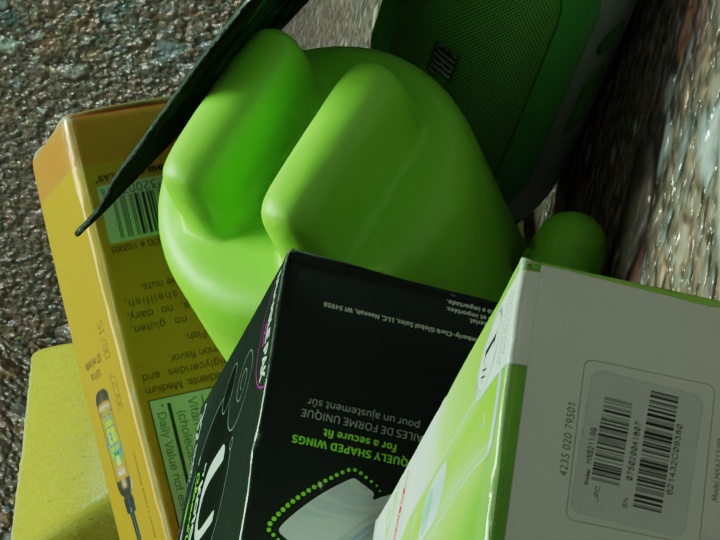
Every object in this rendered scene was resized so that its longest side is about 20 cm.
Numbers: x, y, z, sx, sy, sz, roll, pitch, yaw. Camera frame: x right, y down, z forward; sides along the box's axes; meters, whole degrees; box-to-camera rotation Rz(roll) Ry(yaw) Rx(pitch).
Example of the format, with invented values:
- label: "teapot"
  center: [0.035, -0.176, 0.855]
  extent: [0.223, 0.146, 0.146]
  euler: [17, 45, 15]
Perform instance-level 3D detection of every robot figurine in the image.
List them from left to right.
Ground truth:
- label: "robot figurine"
  center: [0.000, 0.000, 1.027]
  extent: [0.116, 0.175, 0.200]
  euler: [-59, -32, -20]

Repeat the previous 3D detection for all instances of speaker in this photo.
- label: "speaker"
  center: [0.055, -0.096, 1.058]
  extent: [0.200, 0.088, 0.089]
  euler: [109, 171, -54]

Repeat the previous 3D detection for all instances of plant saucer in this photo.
- label: "plant saucer"
  center: [-0.069, 0.120, 1.391]
  extent: [0.048, 0.200, 0.200]
  euler: [-50, 19, 20]

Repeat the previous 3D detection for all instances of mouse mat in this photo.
- label: "mouse mat"
  center: [-0.027, -0.098, 1.025]
  extent: [0.161, 0.008, 0.200]
  euler: [-49, 0, -34]

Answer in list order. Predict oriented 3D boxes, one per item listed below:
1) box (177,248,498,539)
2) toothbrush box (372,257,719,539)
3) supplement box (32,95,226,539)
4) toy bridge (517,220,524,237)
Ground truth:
- label: "box"
  center: [0.004, 0.123, 0.898]
  extent: [0.149, 0.124, 0.201]
  euler: [122, 160, -63]
- label: "toothbrush box"
  center: [0.049, 0.107, 0.716]
  extent: [0.200, 0.086, 0.146]
  euler: [111, 169, -66]
- label: "supplement box"
  center: [-0.072, 0.037, 1.124]
  extent: [0.067, 0.068, 0.201]
  euler: [147, 112, -68]
- label: "toy bridge"
  center: [0.047, 0.025, 1.171]
  extent: [0.067, 0.027, 0.201]
  euler: [111, 170, -56]
